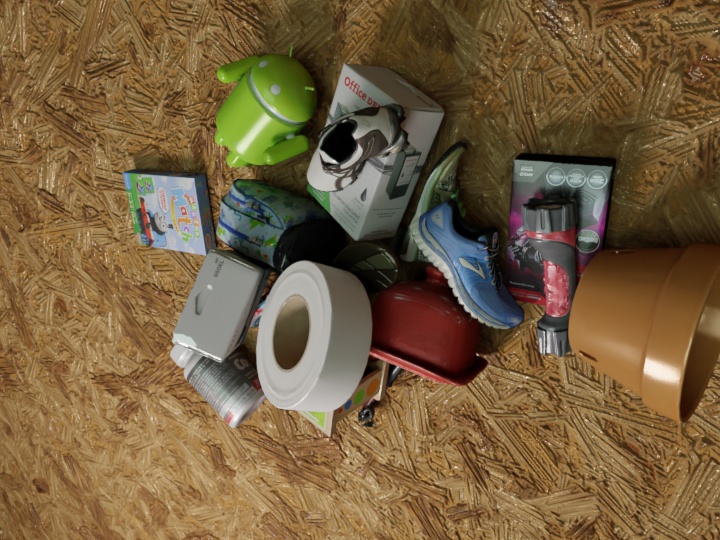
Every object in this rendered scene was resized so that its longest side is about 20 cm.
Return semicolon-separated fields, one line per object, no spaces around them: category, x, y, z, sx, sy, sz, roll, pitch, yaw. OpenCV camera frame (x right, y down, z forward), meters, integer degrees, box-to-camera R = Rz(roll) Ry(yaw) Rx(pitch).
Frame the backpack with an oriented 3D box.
backpack;-0.146;-0.072;0.921;0.197;0.162;0.157;9;106;34

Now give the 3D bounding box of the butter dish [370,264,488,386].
butter dish;0.101;0.065;0.821;0.196;0.199;0.151;20;98;22

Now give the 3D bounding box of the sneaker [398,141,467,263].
sneaker;0.125;-0.088;0.802;0.087;0.077;0.202;23;126;6

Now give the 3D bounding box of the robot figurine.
robot figurine;-0.145;-0.246;0.858;0.199;0.115;0.178;-36;78;36

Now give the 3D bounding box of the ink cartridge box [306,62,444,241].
ink cartridge box;0.014;-0.169;0.790;0.146;0.083;0.203;46;129;35

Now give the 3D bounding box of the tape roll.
tape roll;-0.070;0.091;0.776;0.201;0.070;0.207;-23;61;49

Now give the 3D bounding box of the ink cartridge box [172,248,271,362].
ink cartridge box;-0.212;0.049;0.882;0.083;0.200;0.147;22;90;-3

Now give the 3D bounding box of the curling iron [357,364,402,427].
curling iron;0.046;0.211;0.989;0.202;0.025;0.050;-61;39;30

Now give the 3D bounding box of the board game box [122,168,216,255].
board game box;-0.380;-0.118;1.102;0.197;0.037;0.154;8;113;27

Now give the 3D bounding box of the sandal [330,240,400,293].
sandal;0.000;0.000;0.827;0.082;0.055;0.200;47;149;-2

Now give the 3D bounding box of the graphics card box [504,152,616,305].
graphics card box;0.262;-0.050;0.739;0.123;0.051;0.204;11;114;27

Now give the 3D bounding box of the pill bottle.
pill bottle;-0.288;0.211;1.138;0.200;0.114;0.114;43;125;8

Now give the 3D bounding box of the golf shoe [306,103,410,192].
golf shoe;-0.030;-0.156;0.707;0.199;0.093;0.079;-25;79;51

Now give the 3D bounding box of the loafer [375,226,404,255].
loafer;0.000;-0.004;0.898;0.069;0.075;0.201;40;125;4

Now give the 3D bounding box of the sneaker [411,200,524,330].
sneaker;0.158;-0.008;0.744;0.089;0.079;0.201;-39;95;29

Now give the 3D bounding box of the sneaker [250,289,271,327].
sneaker;-0.133;0.074;1.010;0.199;0.079;0.096;-30;95;36

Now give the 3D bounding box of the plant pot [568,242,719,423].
plant pot;0.343;0.058;0.662;0.139;0.198;0.204;18;120;41

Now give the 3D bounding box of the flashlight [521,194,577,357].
flashlight;0.243;0.010;0.703;0.067;0.068;0.204;2;111;28

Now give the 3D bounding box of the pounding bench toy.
pounding bench toy;-0.063;0.148;0.955;0.198;0.155;0.126;27;124;33
